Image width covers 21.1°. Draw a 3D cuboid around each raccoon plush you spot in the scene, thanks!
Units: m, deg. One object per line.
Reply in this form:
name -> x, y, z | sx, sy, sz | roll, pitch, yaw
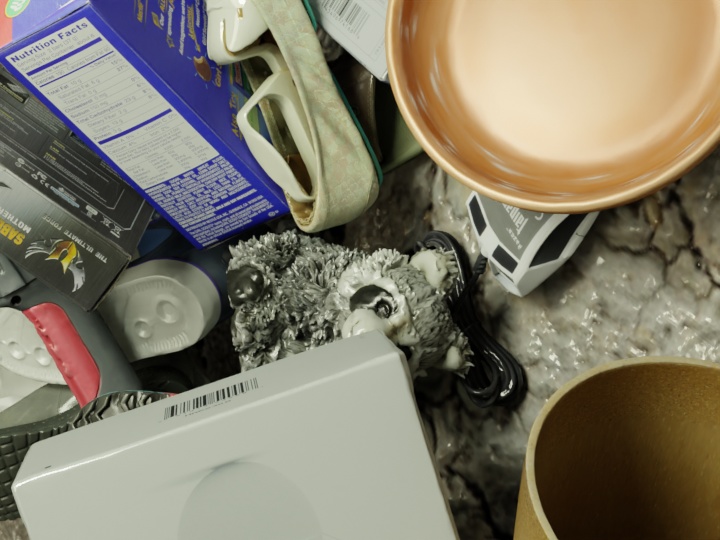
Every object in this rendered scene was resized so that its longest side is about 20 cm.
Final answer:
raccoon plush -> 0.000, 0.000, 1.123 | 0.132, 0.201, 0.097 | -11, 124, 11

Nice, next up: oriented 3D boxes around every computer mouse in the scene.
computer mouse -> 0.094, -0.025, 1.064 | 0.201, 0.044, 0.110 | -58, 48, 40

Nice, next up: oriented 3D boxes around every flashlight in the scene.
flashlight -> -0.174, 0.060, 1.171 | 0.068, 0.068, 0.201 | -23, 105, 30

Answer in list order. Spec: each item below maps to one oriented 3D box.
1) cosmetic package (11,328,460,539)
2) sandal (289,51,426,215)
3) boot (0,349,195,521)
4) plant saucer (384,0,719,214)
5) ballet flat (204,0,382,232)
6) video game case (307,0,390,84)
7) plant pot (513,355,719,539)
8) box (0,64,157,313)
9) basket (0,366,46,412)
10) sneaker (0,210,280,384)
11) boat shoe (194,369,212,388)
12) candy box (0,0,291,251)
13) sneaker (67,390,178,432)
cosmetic package -> -0.047, 0.159, 0.974 | 0.123, 0.197, 0.202 | -141, 33, -84
sandal -> -0.004, -0.091, 1.153 | 0.201, 0.057, 0.080 | -41, 63, 41
boot -> -0.194, 0.085, 1.292 | 0.131, 0.198, 0.068 | -100, -13, -58
plant saucer -> 0.111, -0.124, 0.982 | 0.198, 0.037, 0.203 | -5, 76, 18
ballet flat -> -0.050, -0.115, 1.088 | 0.067, 0.062, 0.201 | -11, 108, 61
video game case -> 0.016, -0.228, 1.100 | 0.200, 0.045, 0.182 | 45, 109, 37
plant pot -> 0.145, 0.179, 0.937 | 0.187, 0.185, 0.201 | 48, 139, 34
box -> -0.208, -0.083, 1.128 | 0.048, 0.199, 0.159 | -48, 13, 25
basket -> -0.305, 0.038, 1.395 | 0.160, 0.197, 0.202 | -32, 70, 46
sneaker -> -0.143, 0.000, 1.257 | 0.198, 0.147, 0.081 | -9, 114, 31
boat shoe -> -0.088, 0.121, 1.252 | 0.073, 0.061, 0.200 | -59, 27, 1
candy box -> -0.123, -0.138, 1.124 | 0.076, 0.200, 0.170 | -23, 46, 21
sneaker -> -0.060, 0.101, 1.088 | 0.198, 0.095, 0.080 | 11, 92, 9
